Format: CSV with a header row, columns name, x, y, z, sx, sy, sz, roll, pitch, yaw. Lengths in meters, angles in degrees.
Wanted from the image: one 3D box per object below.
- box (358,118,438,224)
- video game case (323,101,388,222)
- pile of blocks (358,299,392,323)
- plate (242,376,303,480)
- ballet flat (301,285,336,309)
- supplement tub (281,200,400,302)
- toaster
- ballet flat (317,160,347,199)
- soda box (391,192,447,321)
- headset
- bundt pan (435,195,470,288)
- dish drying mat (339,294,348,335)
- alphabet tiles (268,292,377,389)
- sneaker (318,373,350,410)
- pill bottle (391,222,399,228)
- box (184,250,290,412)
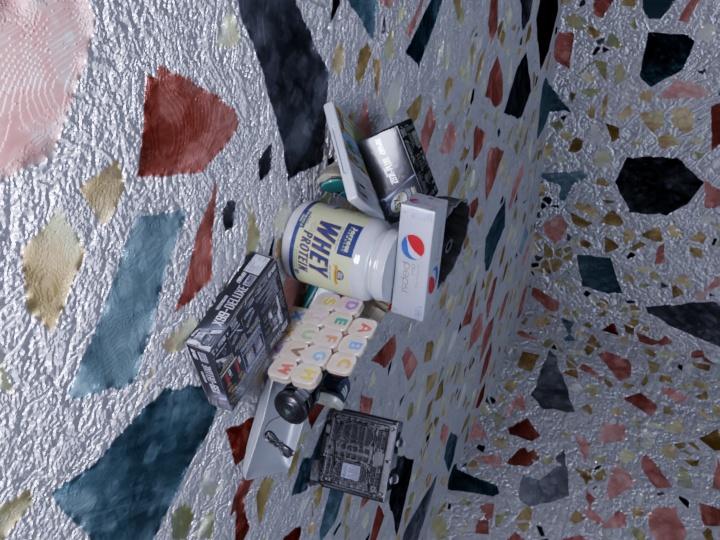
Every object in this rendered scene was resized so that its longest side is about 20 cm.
name,x,y,z,sx,sy,sz,roll,pitch,yaw
box,0.079,-0.199,1.481,0.200,0.084,0.167,-54,123,-71
video game case,-0.004,-0.190,1.387,0.200,0.022,0.187,27,46,-68
pile of blocks,0.056,0.036,1.467,0.202,0.061,0.082,-60,179,-24
plate,-0.159,0.288,1.442,0.199,0.032,0.205,23,82,-70
ballet flat,-0.055,0.006,1.444,0.070,0.068,0.204,52,55,-64
supplement tub,-0.025,-0.032,1.327,0.145,0.196,0.148,-48,147,-47
toaster,-0.004,0.421,1.737,0.119,0.195,0.186,36,64,-70
ballet flat,-0.035,-0.174,1.418,0.200,0.066,0.064,19,60,-72
soda box,0.100,-0.022,1.290,0.068,0.062,0.205,-40,140,-56
headset,-0.101,0.236,1.340,0.201,0.094,0.123,-50,178,14
bundt pan,0.153,-0.065,1.570,0.202,0.075,0.205,-48,151,-37
dish drying mat,-0.067,0.137,1.436,0.077,0.018,0.202,44,73,-43
alphabet tiles,-0.075,0.117,1.310,0.201,0.191,0.015,-56,142,-36
sneaker,-0.058,0.244,1.593,0.200,0.073,0.087,91,16,-81
pill bottle,0.070,-0.060,1.634,0.117,0.112,0.200,-69,158,-11
box,-0.188,0.097,1.210,0.202,0.049,0.160,-59,154,-35
